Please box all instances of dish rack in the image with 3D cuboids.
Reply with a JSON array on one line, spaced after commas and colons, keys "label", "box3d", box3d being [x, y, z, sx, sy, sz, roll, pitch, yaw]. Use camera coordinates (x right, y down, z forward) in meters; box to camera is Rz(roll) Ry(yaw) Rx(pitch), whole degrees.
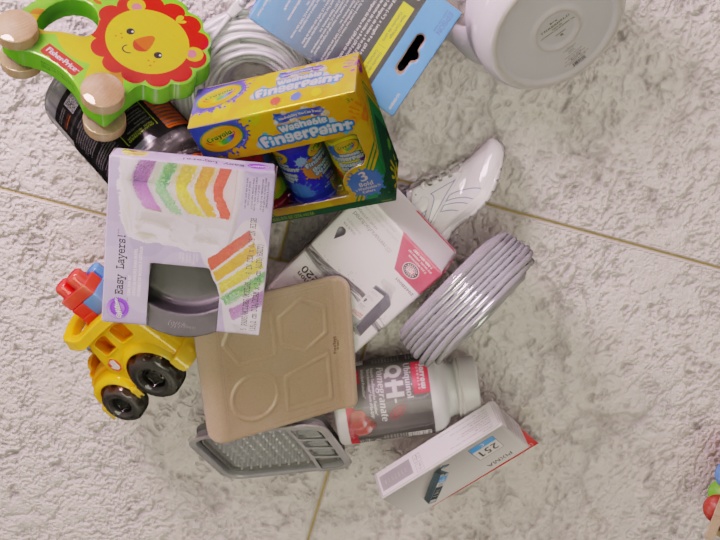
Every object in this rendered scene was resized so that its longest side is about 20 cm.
[{"label": "dish rack", "box3d": [-0.122, 0.237, 1.270, 0.197, 0.044, 0.172, -9, 148, 11]}]

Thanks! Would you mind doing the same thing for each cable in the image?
[{"label": "cable", "box3d": [0.134, 0.033, 1.149, 0.069, 0.200, 0.200, 45, 135, 5]}, {"label": "cable", "box3d": [-0.132, -0.221, 1.132, 0.199, 0.069, 0.201, -34, 107, 12]}]

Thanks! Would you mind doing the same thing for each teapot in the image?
[{"label": "teapot", "box3d": [0.204, -0.325, 1.066, 0.197, 0.147, 0.199, -7, 141, -16]}]

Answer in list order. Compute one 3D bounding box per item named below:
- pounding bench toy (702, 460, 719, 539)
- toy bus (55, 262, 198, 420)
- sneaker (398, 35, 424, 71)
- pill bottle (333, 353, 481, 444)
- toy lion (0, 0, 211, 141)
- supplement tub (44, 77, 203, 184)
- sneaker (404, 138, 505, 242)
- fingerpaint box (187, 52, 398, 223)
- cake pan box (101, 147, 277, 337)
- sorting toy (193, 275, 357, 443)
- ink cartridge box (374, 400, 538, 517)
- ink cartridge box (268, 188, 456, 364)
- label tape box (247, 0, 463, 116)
[{"label": "pounding bench toy", "box3d": [0.591, 0.322, 1.324, 0.154, 0.199, 0.126, 21, 109, 24]}, {"label": "toy bus", "box3d": [-0.310, 0.075, 1.170, 0.191, 0.137, 0.199, 38, 130, -21]}, {"label": "sneaker", "box3d": [0.070, -0.314, 1.083, 0.066, 0.090, 0.202, 3, 116, -34]}, {"label": "pill bottle", "box3d": [0.062, 0.171, 1.257, 0.197, 0.111, 0.112, -8, 110, 2]}, {"label": "toy lion", "box3d": [-0.276, -0.253, 1.031, 0.199, 0.192, 0.069, 35, 149, 7]}, {"label": "supplement tub", "box3d": [-0.270, -0.159, 1.088, 0.200, 0.122, 0.123, 46, 105, 11]}, {"label": "sneaker", "box3d": [0.109, -0.095, 1.183, 0.087, 0.075, 0.200, 39, 105, -9]}, {"label": "fingerpaint box", "box3d": [-0.072, -0.143, 1.051, 0.197, 0.074, 0.168, -9, 138, 15]}, {"label": "cake pan box", "box3d": [-0.192, -0.028, 1.021, 0.181, 0.052, 0.203, 7, 107, -6]}, {"label": "sorting toy", "box3d": [-0.105, 0.109, 1.144, 0.197, 0.036, 0.188, -11, 113, -18]}, {"label": "ink cartridge box", "box3d": [0.145, 0.279, 1.284, 0.199, 0.045, 0.176, -35, 138, 14]}, {"label": "ink cartridge box", "box3d": [0.000, 0.000, 1.175, 0.146, 0.085, 0.200, 45, 119, -3]}, {"label": "label tape box", "box3d": [-0.006, -0.294, 1.036, 0.199, 0.063, 0.145, 32, 108, -14]}]
